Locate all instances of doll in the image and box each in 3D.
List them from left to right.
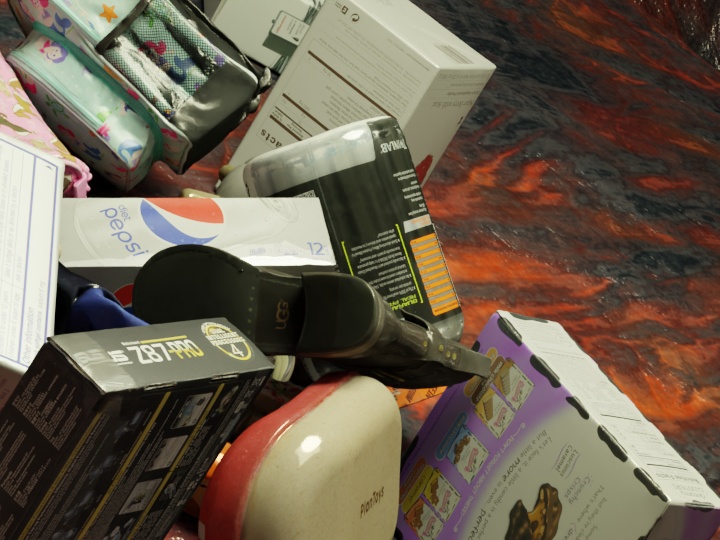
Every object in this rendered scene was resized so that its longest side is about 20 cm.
[{"bbox_3d":[-0.170,0.038,1.584,0.048,0.137,0.199,-34,45,-28],"label":"doll"}]

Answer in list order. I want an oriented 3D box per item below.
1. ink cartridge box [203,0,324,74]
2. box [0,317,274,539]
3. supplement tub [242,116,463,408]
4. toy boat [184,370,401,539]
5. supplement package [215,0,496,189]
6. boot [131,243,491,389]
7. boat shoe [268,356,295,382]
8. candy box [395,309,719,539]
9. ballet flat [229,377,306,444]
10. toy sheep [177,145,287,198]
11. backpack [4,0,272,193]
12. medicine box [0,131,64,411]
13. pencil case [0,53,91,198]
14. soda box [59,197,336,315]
[{"bbox_3d":[-0.053,-0.244,2.518,0.199,0.083,0.147,28,20,-16],"label":"ink cartridge box"},{"bbox_3d":[-0.146,0.118,1.297,0.049,0.201,0.161,41,21,20],"label":"box"},{"bbox_3d":[0.000,0.000,1.831,0.122,0.122,0.201,-18,90,-66],"label":"supplement tub"},{"bbox_3d":[-0.057,0.134,1.568,0.130,0.132,0.200,6,12,16],"label":"toy boat"},{"bbox_3d":[-0.004,-0.117,2.103,0.120,0.201,0.121,38,20,18],"label":"supplement package"},{"bbox_3d":[-0.032,0.043,1.664,0.199,0.070,0.174,9,-9,25],"label":"boot"},{"bbox_3d":[-0.124,0.015,1.782,0.073,0.075,0.200,8,30,-51],"label":"boat shoe"},{"bbox_3d":[0.123,0.156,1.686,0.071,0.168,0.200,11,29,-46],"label":"candy box"},{"bbox_3d":[-0.074,0.101,1.671,0.199,0.076,0.064,21,30,-5],"label":"ballet flat"},{"bbox_3d":[-0.050,-0.034,1.951,0.199,0.139,0.138,6,29,-27],"label":"toy sheep"},{"bbox_3d":[-0.187,-0.165,1.934,0.200,0.150,0.178,50,-10,1],"label":"backpack"},{"bbox_3d":[-0.280,-0.008,1.463,0.199,0.103,0.183,24,40,-24],"label":"medicine box"},{"bbox_3d":[-0.265,-0.099,1.824,0.086,0.083,0.200,35,11,-47],"label":"pencil case"},{"bbox_3d":[-0.121,-0.005,1.712,0.198,0.069,0.064,-1,49,-18],"label":"soda box"}]
